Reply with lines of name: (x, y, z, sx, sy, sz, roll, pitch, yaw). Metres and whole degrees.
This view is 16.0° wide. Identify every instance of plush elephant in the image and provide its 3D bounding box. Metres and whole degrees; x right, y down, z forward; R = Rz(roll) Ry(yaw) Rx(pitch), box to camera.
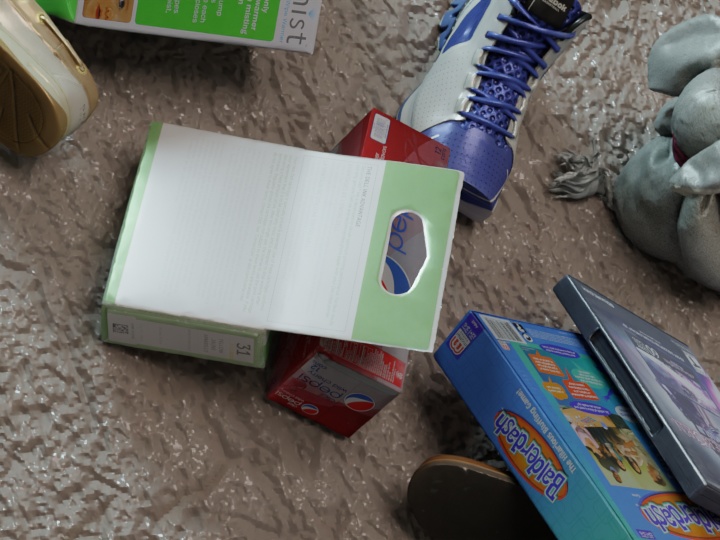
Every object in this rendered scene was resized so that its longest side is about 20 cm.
plush elephant: (0.251, -0.081, 1.775, 0.199, 0.155, 0.166, 14, 55, -27)

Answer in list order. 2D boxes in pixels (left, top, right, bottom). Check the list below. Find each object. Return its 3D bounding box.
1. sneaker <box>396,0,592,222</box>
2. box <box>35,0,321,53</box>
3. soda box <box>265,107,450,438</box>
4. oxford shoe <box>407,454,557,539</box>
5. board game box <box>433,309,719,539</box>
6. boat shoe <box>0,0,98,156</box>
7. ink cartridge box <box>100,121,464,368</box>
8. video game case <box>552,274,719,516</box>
sneaker: (0.093, -0.143, 1.736, 0.080, 0.115, 0.200, 28, 50, -15)
box: (-0.107, -0.249, 1.617, 0.175, 0.097, 0.201, 5, 100, -31)
soda box: (0.000, 0.000, 1.615, 0.063, 0.070, 0.201, 27, 50, -18)
oxford shoe: (0.111, 0.156, 1.606, 0.199, 0.071, 0.071, 26, 31, -24)
board game box: (0.151, 0.117, 1.594, 0.152, 0.045, 0.200, 13, 34, -47)
boat shoe: (-0.236, -0.158, 1.563, 0.200, 0.074, 0.069, 52, 36, 3)
ink cartridge box: (-0.046, -0.010, 1.553, 0.199, 0.048, 0.146, 10, 53, 2)
video game case: (0.211, 0.095, 1.652, 0.143, 0.019, 0.200, 29, 21, -42)
